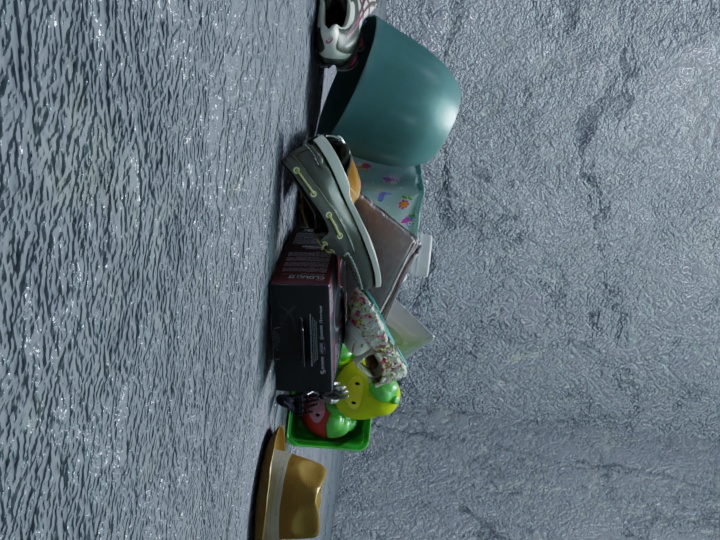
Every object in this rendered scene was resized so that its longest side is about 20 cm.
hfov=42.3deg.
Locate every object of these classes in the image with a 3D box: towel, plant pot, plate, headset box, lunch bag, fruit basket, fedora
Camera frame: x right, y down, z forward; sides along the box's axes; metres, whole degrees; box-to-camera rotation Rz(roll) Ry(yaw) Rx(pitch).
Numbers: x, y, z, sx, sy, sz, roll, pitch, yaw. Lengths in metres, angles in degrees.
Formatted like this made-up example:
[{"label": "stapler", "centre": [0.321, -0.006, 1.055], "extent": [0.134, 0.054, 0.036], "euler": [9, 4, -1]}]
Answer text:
[{"label": "towel", "centre": [0.000, 0.000, 1.379], "extent": [0.200, 0.032, 0.191], "euler": [45, -67, 51]}, {"label": "plant pot", "centre": [0.048, -0.244, 1.358], "extent": [0.201, 0.161, 0.201], "euler": [-58, -162, 31]}, {"label": "plate", "centre": [0.008, 0.079, 1.530], "extent": [0.032, 0.200, 0.200], "euler": [-46, 179, -26]}, {"label": "headset box", "centre": [-0.063, 0.050, 1.176], "extent": [0.200, 0.075, 0.149], "euler": [-77, 168, -66]}, {"label": "lunch bag", "centre": [0.011, -0.082, 1.529], "extent": [0.122, 0.170, 0.200], "euler": [-93, -172, -50]}, {"label": "fruit basket", "centre": [-0.029, 0.182, 1.457], "extent": [0.216, 0.155, 0.216], "euler": [-173, -90, -78]}, {"label": "fedora", "centre": [-0.089, 0.303, 1.241], "extent": [0.201, 0.081, 0.201], "euler": [6, 90, -87]}]

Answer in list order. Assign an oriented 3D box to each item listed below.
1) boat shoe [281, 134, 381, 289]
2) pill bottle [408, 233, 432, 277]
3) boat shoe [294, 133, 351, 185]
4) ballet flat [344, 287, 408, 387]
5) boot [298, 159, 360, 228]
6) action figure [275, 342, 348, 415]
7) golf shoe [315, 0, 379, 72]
[{"label": "boat shoe", "centre": [-0.031, -0.059, 1.106], "extent": [0.202, 0.060, 0.072], "euler": [67, -9, -25]}, {"label": "pill bottle", "centre": [0.028, -0.037, 1.694], "extent": [0.109, 0.199, 0.110], "euler": [7, 90, -87]}, {"label": "boat shoe", "centre": [-0.039, -0.143, 1.211], "extent": [0.076, 0.060, 0.200], "euler": [52, 17, -17]}, {"label": "ballet flat", "centre": [0.015, 0.101, 1.254], "extent": [0.076, 0.064, 0.200], "euler": [49, -9, 40]}, {"label": "boot", "centre": [-0.048, -0.125, 1.336], "extent": [0.144, 0.071, 0.202], "euler": [53, 28, -66]}, {"label": "action figure", "centre": [-0.059, 0.135, 1.320], "extent": [0.200, 0.102, 0.119], "euler": [-65, 157, -73]}, {"label": "golf shoe", "centre": [-0.018, -0.372, 1.274], "extent": [0.088, 0.077, 0.201], "euler": [75, 20, -64]}]
